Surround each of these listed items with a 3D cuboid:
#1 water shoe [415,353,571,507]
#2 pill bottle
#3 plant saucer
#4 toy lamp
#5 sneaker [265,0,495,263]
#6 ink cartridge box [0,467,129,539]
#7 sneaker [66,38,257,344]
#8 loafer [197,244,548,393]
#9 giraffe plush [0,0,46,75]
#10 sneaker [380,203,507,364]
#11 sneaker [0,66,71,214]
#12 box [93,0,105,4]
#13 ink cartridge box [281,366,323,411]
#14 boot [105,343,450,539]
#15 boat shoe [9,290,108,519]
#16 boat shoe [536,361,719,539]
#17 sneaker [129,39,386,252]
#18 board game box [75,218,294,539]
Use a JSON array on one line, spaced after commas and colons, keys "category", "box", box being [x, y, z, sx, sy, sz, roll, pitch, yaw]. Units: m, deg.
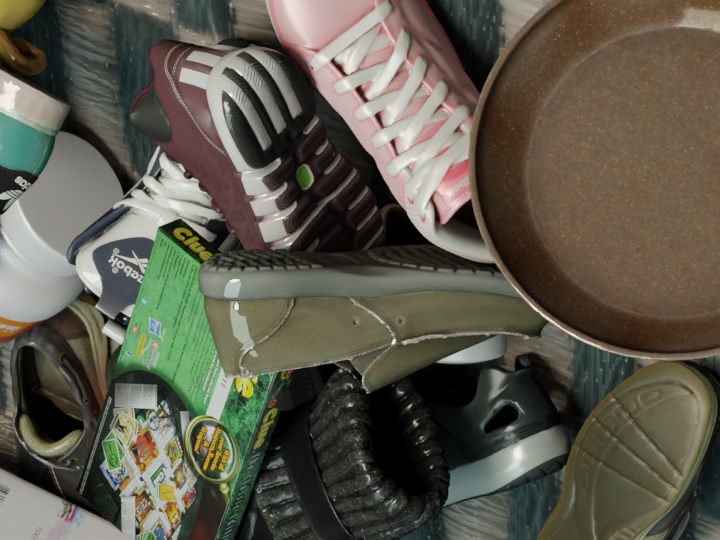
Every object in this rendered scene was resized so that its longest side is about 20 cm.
[{"category": "water shoe", "box": [0.048, 0.100, 1.641, 0.199, 0.071, 0.079, -21, 85, 46]}, {"category": "pill bottle", "box": [-0.235, -0.009, 1.687, 0.200, 0.112, 0.112, -28, 108, 42]}, {"category": "plant saucer", "box": [0.153, -0.052, 1.353, 0.200, 0.201, 0.037, 26, 174, 13]}, {"category": "toy lamp", "box": [0.170, -0.019, 1.391, 0.199, 0.058, 0.058, -1, 129, 10]}, {"category": "sneaker", "box": [0.029, -0.085, 1.433, 0.075, 0.105, 0.201, -37, 113, 2]}, {"category": "ink cartridge box", "box": [-0.232, 0.237, 1.857, 0.199, 0.147, 0.146, 25, 157, 15]}, {"category": "sneaker", "box": [-0.105, -0.032, 1.566, 0.079, 0.130, 0.199, 36, 139, 1]}, {"category": "loafer", "box": [0.009, 0.026, 1.448, 0.075, 0.199, 0.070, -144, 57, -70]}, {"category": "giraffe plush", "box": [-0.220, -0.191, 1.505, 0.199, 0.173, 0.162, -17, 138, 32]}, {"category": "sneaker", "box": [0.000, 0.000, 1.583, 0.199, 0.073, 0.085, 5, 104, 35]}, {"category": "sneaker", "box": [-0.259, -0.098, 1.504, 0.199, 0.080, 0.071, 26, -179, 18]}, {"category": "box", "box": [-0.115, -0.263, 1.369, 0.148, 0.124, 0.200, -19, 113, 42]}, {"category": "ink cartridge box", "box": [-0.083, 0.138, 1.710, 0.200, 0.050, 0.162, -29, 75, 46]}, {"category": "boot", "box": [-0.046, 0.086, 1.568, 0.211, 0.079, 0.158, 52, 134, 14]}, {"category": "boat shoe", "box": [-0.196, 0.096, 1.793, 0.073, 0.065, 0.201, 12, 133, 24]}, {"category": "boat shoe", "box": [0.156, 0.130, 1.578, 0.072, 0.066, 0.202, 42, 123, 28]}, {"category": "sneaker", "box": [-0.061, -0.053, 1.497, 0.115, 0.076, 0.201, 23, 145, 40]}, {"category": "board game box", "box": [-0.096, 0.079, 1.539, 0.105, 0.023, 0.201, 41, 130, 25]}]
